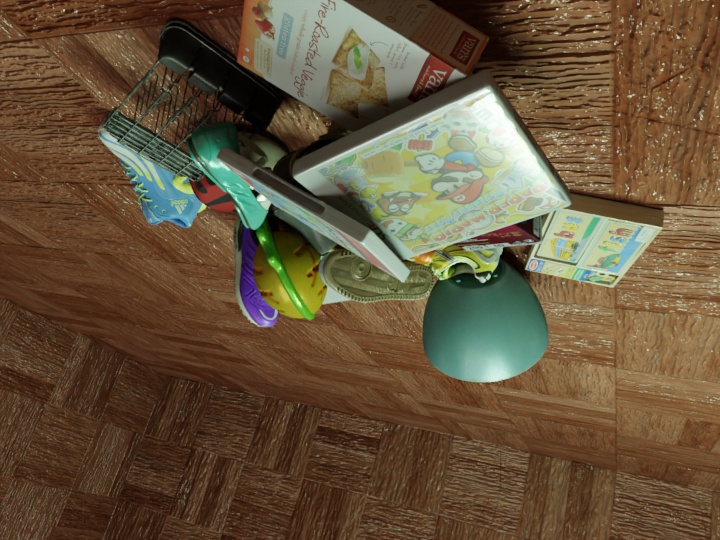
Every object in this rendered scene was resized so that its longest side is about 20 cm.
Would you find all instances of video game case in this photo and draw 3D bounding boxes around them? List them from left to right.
[{"bbox_3d":[-0.048,-0.058,0.655,0.200,0.017,0.143,32,177,25],"label":"video game case"},{"bbox_3d":[0.069,-0.081,0.571,0.199,0.023,0.182,-19,144,32],"label":"video game case"}]

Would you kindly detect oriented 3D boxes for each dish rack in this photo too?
[{"bbox_3d":[-0.210,-0.186,0.734,0.153,0.055,0.200,31,143,-32],"label":"dish rack"}]

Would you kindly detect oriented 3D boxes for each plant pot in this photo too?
[{"bbox_3d":[0.187,0.054,0.951,0.199,0.200,0.135,4,127,27],"label":"plant pot"}]

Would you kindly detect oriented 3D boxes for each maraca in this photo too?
[{"bbox_3d":[-0.112,-0.007,0.907,0.107,0.137,0.200,-27,136,0],"label":"maraca"}]

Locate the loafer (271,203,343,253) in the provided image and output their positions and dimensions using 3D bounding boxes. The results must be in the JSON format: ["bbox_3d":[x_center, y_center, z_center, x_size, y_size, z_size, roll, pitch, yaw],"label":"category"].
[{"bbox_3d":[-0.050,-0.061,0.900,0.073,0.073,0.200,-13,158,42],"label":"loafer"}]

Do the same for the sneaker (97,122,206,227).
[{"bbox_3d":[-0.313,-0.133,0.916,0.076,0.105,0.200,-6,151,43],"label":"sneaker"}]

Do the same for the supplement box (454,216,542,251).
[{"bbox_3d":[0.133,-0.075,0.725,0.109,0.061,0.200,-6,166,35],"label":"supplement box"}]

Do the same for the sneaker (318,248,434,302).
[{"bbox_3d":[0.000,0.000,0.868,0.200,0.072,0.112,10,-173,-41],"label":"sneaker"}]

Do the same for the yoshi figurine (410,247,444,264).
[{"bbox_3d":[0.020,-0.086,0.827,0.199,0.113,0.112,18,-171,-14],"label":"yoshi figurine"}]

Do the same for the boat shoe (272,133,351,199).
[{"bbox_3d":[-0.040,-0.114,0.665,0.060,0.072,0.201,20,172,-41],"label":"boat shoe"}]

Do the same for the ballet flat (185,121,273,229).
[{"bbox_3d":[-0.138,-0.110,0.738,0.070,0.068,0.200,-22,156,2],"label":"ballet flat"}]

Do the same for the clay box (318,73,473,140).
[{"bbox_3d":[0.053,-0.157,0.673,0.115,0.048,0.200,33,155,-32],"label":"clay box"}]

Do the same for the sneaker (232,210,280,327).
[{"bbox_3d":[-0.158,-0.007,1.014,0.099,0.201,0.069,-13,174,42],"label":"sneaker"}]

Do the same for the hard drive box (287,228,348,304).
[{"bbox_3d":[-0.058,-0.011,1.077,0.156,0.077,0.200,31,154,-32],"label":"hard drive box"}]

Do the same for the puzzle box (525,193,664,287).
[{"bbox_3d":[0.305,-0.037,0.824,0.133,0.026,0.200,13,159,11],"label":"puzzle box"}]

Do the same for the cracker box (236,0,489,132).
[{"bbox_3d":[-0.006,-0.194,0.539,0.200,0.058,0.134,30,152,-1],"label":"cracker box"}]

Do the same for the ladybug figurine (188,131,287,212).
[{"bbox_3d":[-0.179,-0.132,0.869,0.136,0.072,0.200,30,155,-32],"label":"ladybug figurine"}]

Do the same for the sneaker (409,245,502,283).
[{"bbox_3d":[0.108,-0.031,0.910,0.199,0.077,0.075,6,159,27],"label":"sneaker"}]
